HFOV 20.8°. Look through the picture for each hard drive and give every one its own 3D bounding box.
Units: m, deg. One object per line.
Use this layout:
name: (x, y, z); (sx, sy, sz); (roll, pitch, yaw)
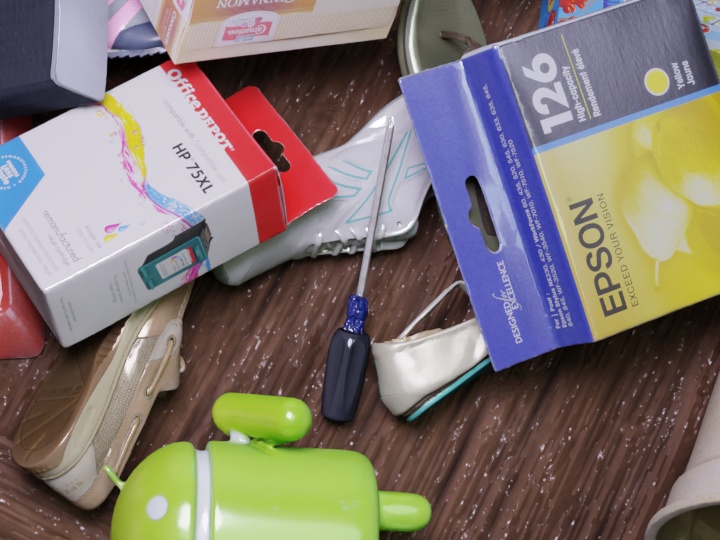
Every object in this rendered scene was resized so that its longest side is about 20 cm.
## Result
hard drive: (-0.221, -0.196, 1.215); (0.135, 0.042, 0.201); (-7, 81, 26)

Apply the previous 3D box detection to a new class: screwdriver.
screwdriver: (0.000, 0.000, 1.256); (0.029, 0.028, 0.201); (-6, 107, -52)

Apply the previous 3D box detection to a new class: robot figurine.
robot figurine: (-0.060, 0.164, 1.193); (0.199, 0.116, 0.176); (5, 86, -9)

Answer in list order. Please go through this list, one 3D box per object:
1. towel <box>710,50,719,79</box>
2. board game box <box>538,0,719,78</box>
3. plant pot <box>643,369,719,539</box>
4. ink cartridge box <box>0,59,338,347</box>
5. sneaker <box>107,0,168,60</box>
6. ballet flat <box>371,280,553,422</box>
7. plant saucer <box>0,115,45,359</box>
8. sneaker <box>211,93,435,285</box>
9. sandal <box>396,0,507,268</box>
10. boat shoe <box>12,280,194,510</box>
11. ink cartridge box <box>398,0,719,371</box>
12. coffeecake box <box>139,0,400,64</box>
towel: (0.246, -0.104, 1.314); (0.199, 0.018, 0.086); (19, 74, -5)
board game box: (0.225, -0.164, 1.365); (0.199, 0.056, 0.196); (10, 74, -8)
plant pot: (0.294, 0.108, 1.249); (0.200, 0.201, 0.184); (18, 61, -5)
ink cartridge box: (-0.126, -0.054, 1.206); (0.200, 0.067, 0.116); (-30, 58, -15)
sneaker: (-0.164, -0.176, 1.256); (0.199, 0.070, 0.082); (-2, 99, 7)
ballet flat: (0.094, 0.027, 1.285); (0.200, 0.069, 0.070); (-28, 82, -17)
plant saucer: (-0.305, -0.041, 1.246); (0.199, 0.037, 0.201); (-3, 76, -11)
sneaker: (-0.007, -0.042, 1.284); (0.200, 0.070, 0.080); (-35, 86, -18)
sandal: (0.079, -0.100, 1.276); (0.080, 0.057, 0.202); (-1, 73, -45)
boat shoe: (-0.148, 0.055, 1.239); (0.065, 0.071, 0.200); (46, 59, -33)
ink cartridge box: (0.148, -0.061, 1.245); (0.200, 0.047, 0.198); (-20, 94, -21)
coffeecake box: (-0.080, -0.231, 1.241); (0.153, 0.073, 0.200); (-11, 55, -29)
